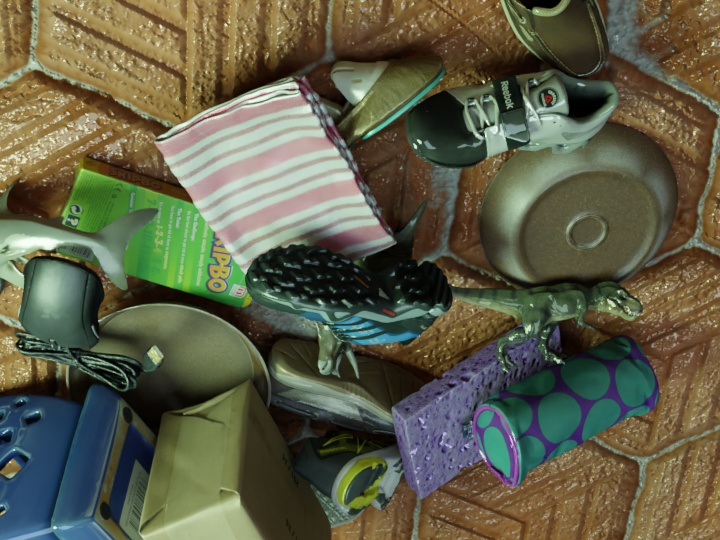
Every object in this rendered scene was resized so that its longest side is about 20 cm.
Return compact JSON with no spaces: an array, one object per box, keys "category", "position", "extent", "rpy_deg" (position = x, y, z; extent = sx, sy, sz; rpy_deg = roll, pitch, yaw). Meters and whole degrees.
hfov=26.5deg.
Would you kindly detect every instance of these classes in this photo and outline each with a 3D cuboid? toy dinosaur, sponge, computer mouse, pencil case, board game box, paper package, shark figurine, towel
[{"category":"toy dinosaur","position":[0.000,0.000,1.449],"extent":[0.102,0.077,0.201],"rpy_deg":[26,108,-44]},{"category":"sponge","position":[0.123,0.133,1.528],"extent":[0.199,0.030,0.113],"rpy_deg":[-30,130,-21]},{"category":"computer mouse","position":[-0.241,0.060,1.361],"extent":[0.139,0.047,0.200],"rpy_deg":[18,151,-7]},{"category":"pencil case","position":[0.202,0.138,1.515],"extent":[0.198,0.085,0.093],"rpy_deg":[-23,134,-29]},{"category":"toy dinosaur","position":[0.169,0.050,1.478],"extent":[0.197,0.048,0.089],"rpy_deg":[1,113,-8]},{"category":"board game box","position":[-0.178,-0.032,1.409],"extent":[0.198,0.030,0.096],"rpy_deg":[19,121,-19]},{"category":"paper package","position":[-0.110,0.242,1.442],"extent":[0.102,0.191,0.201],"rpy_deg":[-22,119,12]},{"category":"shark figurine","position":[-0.293,-0.039,1.342],"extent":[0.212,0.090,0.128],"rpy_deg":[-12,145,34]},{"category":"towel","position":[-0.071,-0.066,1.335],"extent":[0.145,0.030,0.201],"rpy_deg":[-21,126,14]}]

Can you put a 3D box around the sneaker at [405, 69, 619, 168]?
[{"category":"sneaker","position":[0.135,-0.141,1.328],"extent":[0.198,0.075,0.088],"rpy_deg":[-11,166,-25]}]

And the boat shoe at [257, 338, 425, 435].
[{"category":"boat shoe","position":[-0.010,0.127,1.530],"extent":[0.198,0.072,0.065],"rpy_deg":[19,130,-22]}]

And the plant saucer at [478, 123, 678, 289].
[{"category":"plant saucer","position":[0.213,-0.045,1.466],"extent":[0.198,0.037,0.202],"rpy_deg":[-4,125,-6]}]

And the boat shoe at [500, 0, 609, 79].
[{"category":"boat shoe","position":[0.153,-0.231,1.298],"extent":[0.074,0.075,0.202],"rpy_deg":[-33,124,14]}]

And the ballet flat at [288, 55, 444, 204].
[{"category":"ballet flat","position":[-0.018,-0.137,1.350],"extent":[0.200,0.068,0.072],"rpy_deg":[-40,104,22]}]

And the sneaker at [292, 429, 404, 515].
[{"category":"sneaker","position":[-0.005,0.190,1.537],"extent":[0.084,0.200,0.075],"rpy_deg":[31,93,16]}]

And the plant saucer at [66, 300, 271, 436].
[{"category":"plant saucer","position":[-0.184,0.103,1.486],"extent":[0.197,0.035,0.202],"rpy_deg":[0,125,0]}]

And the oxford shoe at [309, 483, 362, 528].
[{"category":"oxford shoe","position":[-0.090,0.238,1.603],"extent":[0.197,0.076,0.058],"rpy_deg":[-3,169,-18]}]

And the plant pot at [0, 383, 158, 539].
[{"category":"plant pot","position":[-0.274,0.236,1.451],"extent":[0.178,0.201,0.201],"rpy_deg":[-16,130,21]}]

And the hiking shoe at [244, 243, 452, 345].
[{"category":"hiking shoe","position":[-0.015,0.034,1.368],"extent":[0.198,0.075,0.087],"rpy_deg":[9,136,-24]}]
